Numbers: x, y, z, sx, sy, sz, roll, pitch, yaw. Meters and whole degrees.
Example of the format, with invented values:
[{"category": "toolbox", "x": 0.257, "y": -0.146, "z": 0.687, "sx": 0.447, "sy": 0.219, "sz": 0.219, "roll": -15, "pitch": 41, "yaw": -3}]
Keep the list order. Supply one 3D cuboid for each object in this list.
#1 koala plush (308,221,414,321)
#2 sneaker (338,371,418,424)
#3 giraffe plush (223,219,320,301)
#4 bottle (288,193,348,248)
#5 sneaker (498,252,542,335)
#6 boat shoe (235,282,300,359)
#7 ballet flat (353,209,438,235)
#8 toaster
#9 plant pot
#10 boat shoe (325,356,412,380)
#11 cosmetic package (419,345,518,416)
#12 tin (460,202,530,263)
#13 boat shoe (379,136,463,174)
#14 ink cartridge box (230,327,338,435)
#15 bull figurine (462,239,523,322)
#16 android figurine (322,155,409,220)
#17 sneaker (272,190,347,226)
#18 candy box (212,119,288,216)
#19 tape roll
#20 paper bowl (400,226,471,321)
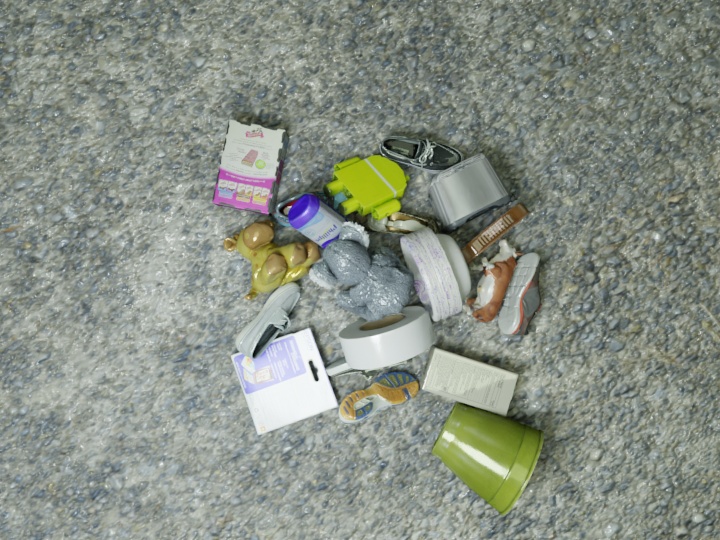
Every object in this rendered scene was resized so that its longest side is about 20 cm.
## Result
[{"category": "koala plush", "x": 0.000, "y": 0.000, "z": 1.178, "sx": 0.200, "sy": 0.184, "sz": 0.177, "roll": 41, "pitch": 87, "yaw": -28}, {"category": "sneaker", "x": 0.037, "y": 0.295, "z": 1.263, "sx": 0.200, "sy": 0.088, "sz": 0.075, "roll": -15, "pitch": 64, "yaw": -21}, {"category": "giraffe plush", "x": -0.214, "y": -0.043, "z": 1.245, "sx": 0.200, "sy": 0.172, "sz": 0.162, "roll": -40, "pitch": 76, "yaw": 33}, {"category": "bottle", "x": -0.067, "y": -0.089, "z": 1.225, "sx": 0.084, "sy": 0.065, "sz": 0.200, "roll": -36, "pitch": 130, "yaw": 24}, {"category": "sneaker", "x": 0.385, "y": 0.058, "z": 1.274, "sx": 0.082, "sy": 0.077, "sz": 0.200, "roll": 19, "pitch": 90, "yaw": -26}, {"category": "boat shoe", "x": -0.195, "y": 0.119, "z": 1.246, "sx": 0.071, "sy": 0.070, "sz": 0.201, "roll": 33, "pitch": 77, "yaw": 32}, {"category": "ballet flat", "x": 0.083, "y": -0.112, "z": 1.264, "sx": 0.200, "sy": 0.075, "sz": 0.068, "roll": 10, "pitch": 99, "yaw": 1}, {"category": "toaster", "x": 0.248, "y": -0.179, "z": 1.248, "sx": 0.200, "sy": 0.114, "sz": 0.129, "roll": -26, "pitch": 86, "yaw": 0}, {"category": "plant pot", "x": 0.268, "y": 0.394, "z": 1.205, "sx": 0.193, "sy": 0.200, "sz": 0.201, "roll": 28, "pitch": 89, "yaw": 12}, {"category": "boat shoe", "x": 0.022, "y": 0.218, "z": 1.259, "sx": 0.200, "sy": 0.071, "sz": 0.064, "roll": -18, "pitch": 94, "yaw": 0}, {"category": "cosmetic package", "x": 0.246, "y": 0.251, "z": 1.257, "sx": 0.200, "sy": 0.071, "sz": 0.105, "roll": 19, "pitch": 88, "yaw": 1}, {"category": "tin", "x": 0.298, "y": -0.081, "z": 1.246, "sx": 0.200, "sy": 0.112, "sz": 0.042, "roll": -39, "pitch": 79, "yaw": -1}, {"category": "boat shoe", "x": 0.145, "y": -0.276, "z": 1.272, "sx": 0.199, "sy": 0.068, "sz": 0.074, "roll": 16, "pitch": 89, "yaw": 1}, {"category": "ink cartridge box", "x": -0.175, "y": 0.256, "z": 1.273, "sx": 0.200, "sy": 0.043, "sz": 0.198, "roll": -20, "pitch": 88, "yaw": 2}, {"category": "bull figurine", "x": 0.298, "y": 0.023, "z": 1.250, "sx": 0.121, "sy": 0.065, "sz": 0.200, "roll": 12, "pitch": 96, "yaw": -33}, {"category": "android figurine", "x": 0.021, "y": -0.195, "z": 1.248, "sx": 0.200, "sy": 0.041, "sz": 0.182, "roll": -29, "pitch": 64, "yaw": -26}, {"category": "sneaker", "x": -0.103, "y": -0.144, "z": 1.257, "sx": 0.200, "sy": 0.096, "sz": 0.079, "roll": -14, "pitch": 88, "yaw": 0}, {"category": "candy box", "x": -0.255, "y": -0.237, "z": 1.278, "sx": 0.136, "sy": 0.061, "sz": 0.200, "roll": 12, "pitch": 89, "yaw": 1}, {"category": "tape roll", "x": 0.057, "y": 0.144, "z": 1.193, "sx": 0.202, "sy": 0.202, "sz": 0.071, "roll": -17, "pitch": 97, "yaw": 0}, {"category": "paper bowl", "x": 0.170, "y": 0.002, "z": 1.194, "sx": 0.104, "sy": 0.201, "sz": 0.201, "roll": -21, "pitch": 89, "yaw": -4}]
